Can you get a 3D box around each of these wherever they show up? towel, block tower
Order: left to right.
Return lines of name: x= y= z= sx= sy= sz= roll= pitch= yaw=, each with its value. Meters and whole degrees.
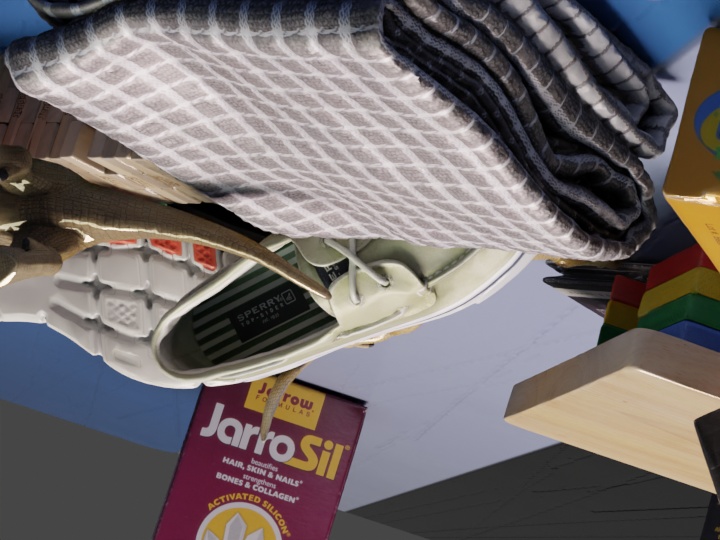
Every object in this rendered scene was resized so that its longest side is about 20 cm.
block tower: x=-0.092 y=-0.063 z=0.972 sx=0.054 sy=0.058 sz=0.199 roll=28 pitch=165 yaw=-39
towel: x=-0.006 y=-0.066 z=0.766 sx=0.165 sy=0.086 sz=0.200 roll=7 pitch=164 yaw=37

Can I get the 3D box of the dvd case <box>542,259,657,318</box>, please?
dvd case: x=0.204 y=0.038 z=1.099 sx=0.148 sy=0.016 sz=0.199 roll=4 pitch=162 yaw=47

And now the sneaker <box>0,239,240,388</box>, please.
sneaker: x=-0.117 y=-0.003 z=1.034 sx=0.199 sy=0.078 sz=0.082 roll=14 pitch=-165 yaw=15

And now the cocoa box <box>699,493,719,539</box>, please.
cocoa box: x=0.318 y=0.200 z=1.387 sx=0.133 sy=0.132 sz=0.199 roll=25 pitch=166 yaw=-34

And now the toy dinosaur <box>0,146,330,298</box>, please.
toy dinosaur: x=-0.116 y=-0.022 z=0.817 sx=0.199 sy=0.059 sz=0.101 roll=4 pitch=-177 yaw=21

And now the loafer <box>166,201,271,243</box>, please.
loafer: x=-0.017 y=-0.030 z=0.978 sx=0.200 sy=0.069 sz=0.070 roll=9 pitch=172 yaw=43

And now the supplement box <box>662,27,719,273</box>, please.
supplement box: x=0.167 y=-0.016 z=0.798 sx=0.066 sy=0.069 sz=0.200 roll=10 pitch=168 yaw=25

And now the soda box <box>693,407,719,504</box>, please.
soda box: x=0.222 y=0.050 z=0.776 sx=0.199 sy=0.071 sz=0.063 roll=-27 pitch=150 yaw=21

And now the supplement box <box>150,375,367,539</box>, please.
supplement box: x=-0.086 y=0.184 z=1.716 sx=0.130 sy=0.201 sz=0.103 roll=18 pitch=168 yaw=-3

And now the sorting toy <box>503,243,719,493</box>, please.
sorting toy: x=0.189 y=0.056 z=1.002 sx=0.199 sy=0.070 sz=0.199 roll=19 pitch=167 yaw=-8

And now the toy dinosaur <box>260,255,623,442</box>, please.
toy dinosaur: x=0.019 y=0.009 z=1.014 sx=0.199 sy=0.059 sz=0.101 roll=-24 pitch=-169 yaw=-21

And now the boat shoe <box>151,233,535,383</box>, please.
boat shoe: x=0.000 y=0.000 z=0.905 sx=0.199 sy=0.072 sz=0.062 roll=-32 pitch=178 yaw=31
